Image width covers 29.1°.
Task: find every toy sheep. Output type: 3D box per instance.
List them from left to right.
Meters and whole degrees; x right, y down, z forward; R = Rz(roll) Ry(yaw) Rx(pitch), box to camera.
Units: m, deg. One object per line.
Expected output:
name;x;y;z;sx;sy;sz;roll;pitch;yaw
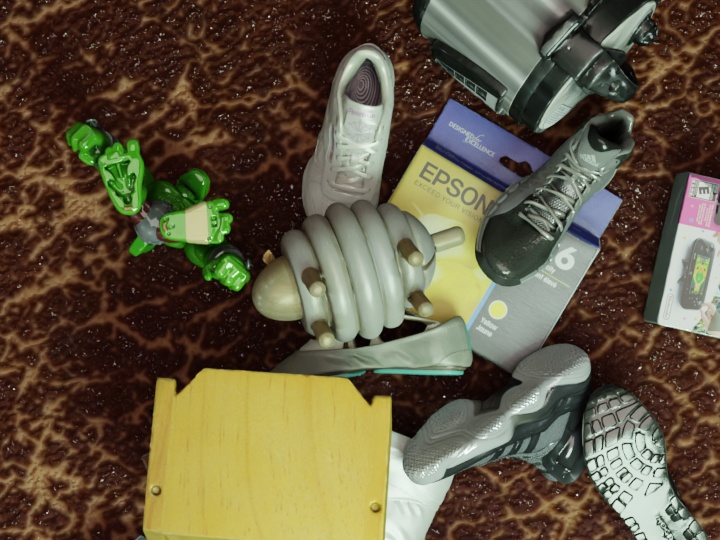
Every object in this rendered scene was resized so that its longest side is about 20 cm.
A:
toy sheep;0.000;0.000;1.231;0.200;0.138;0.138;-13;90;-10

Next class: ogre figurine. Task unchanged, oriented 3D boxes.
ogre figurine;-0.181;-0.056;1.273;0.200;0.120;0.098;22;86;-2

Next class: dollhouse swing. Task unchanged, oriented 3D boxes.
dollhouse swing;-0.073;0.188;1.229;0.200;0.176;0.182;3;81;4

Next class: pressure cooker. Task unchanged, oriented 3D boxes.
pressure cooker;0.168;-0.222;1.237;0.200;0.179;0.176;44;58;9

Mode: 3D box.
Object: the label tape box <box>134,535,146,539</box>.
label tape box;-0.164;0.363;1.286;0.200;0.066;0.143;32;100;0

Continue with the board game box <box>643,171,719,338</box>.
board game box;0.384;0.000;1.309;0.200;0.064;0.148;12;90;-2

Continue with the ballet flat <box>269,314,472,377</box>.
ballet flat;0.005;0.073;1.293;0.200;0.067;0.064;-6;86;13

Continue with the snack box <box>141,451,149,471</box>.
snack box;-0.134;0.252;1.321;0.072;0.024;0.200;-25;90;0

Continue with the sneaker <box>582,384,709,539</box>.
sneaker;0.255;0.193;1.291;0.076;0.088;0.200;-25;100;4

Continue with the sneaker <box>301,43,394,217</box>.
sneaker;-0.013;-0.115;1.285;0.075;0.100;0.200;8;91;-1

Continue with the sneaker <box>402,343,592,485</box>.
sneaker;0.141;0.162;1.276;0.200;0.075;0.114;-32;118;-10

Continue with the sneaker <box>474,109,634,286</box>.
sneaker;0.181;-0.079;1.247;0.075;0.116;0.200;39;64;4

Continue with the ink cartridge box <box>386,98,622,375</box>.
ink cartridge box;0.119;-0.031;1.315;0.197;0.047;0.200;30;92;0

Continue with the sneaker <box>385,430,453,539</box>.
sneaker;-0.017;0.192;1.298;0.200;0.074;0.116;23;87;-2

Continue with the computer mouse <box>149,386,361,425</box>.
computer mouse;-0.090;0.148;1.257;0.200;0.044;0.110;-18;95;18
